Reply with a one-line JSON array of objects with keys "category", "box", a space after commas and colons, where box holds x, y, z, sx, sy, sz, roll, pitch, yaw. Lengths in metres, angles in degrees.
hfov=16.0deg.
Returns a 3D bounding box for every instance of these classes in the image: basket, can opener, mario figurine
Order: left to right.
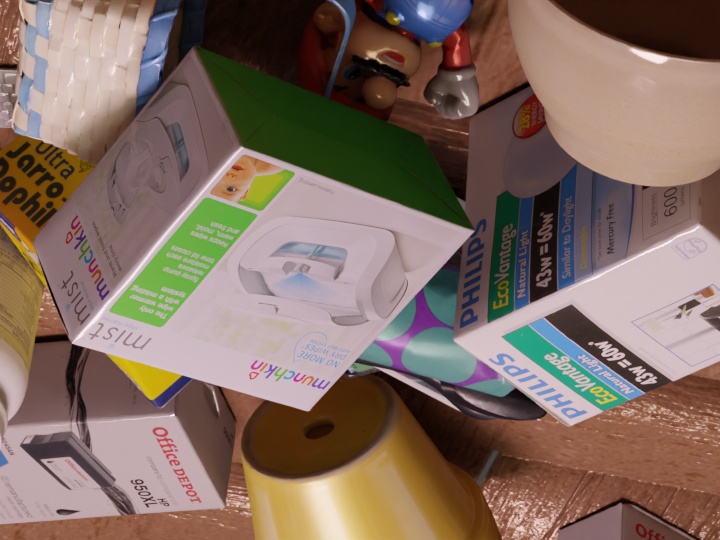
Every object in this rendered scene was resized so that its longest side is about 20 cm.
[{"category": "basket", "box": [-0.110, -0.135, 1.593, 0.200, 0.139, 0.176, 19, 136, 3]}, {"category": "can opener", "box": [0.041, 0.054, 1.820, 0.200, 0.063, 0.079, 23, 168, -10]}, {"category": "mario figurine", "box": [0.038, -0.150, 1.591, 0.123, 0.106, 0.200, 47, 127, -2]}]

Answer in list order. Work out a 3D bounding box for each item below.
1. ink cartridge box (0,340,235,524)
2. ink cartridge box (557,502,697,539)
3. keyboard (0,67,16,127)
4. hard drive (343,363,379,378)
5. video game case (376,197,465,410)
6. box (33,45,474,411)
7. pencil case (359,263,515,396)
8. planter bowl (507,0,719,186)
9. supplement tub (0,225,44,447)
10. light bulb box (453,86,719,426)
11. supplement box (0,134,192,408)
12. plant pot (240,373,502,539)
[{"category": "ink cartridge box", "box": [-0.214, 0.126, 2.022, 0.200, 0.084, 0.145, -6, 143, 13]}, {"category": "ink cartridge box", "box": [0.236, 0.317, 2.136, 0.145, 0.200, 0.084, 30, 139, -31]}, {"category": "keyboard", "box": [-0.253, -0.119, 1.753, 0.200, 0.011, 0.056, 2, 144, 3]}, {"category": "hard drive", "box": [0.000, 0.000, 1.864, 0.140, 0.038, 0.200, -16, 138, 27]}, {"category": "video game case", "box": [0.062, 0.023, 1.840, 0.200, 0.023, 0.182, 28, 138, -30]}, {"category": "box", "box": [-0.067, -0.022, 1.575, 0.200, 0.097, 0.176, 20, 122, -42]}, {"category": "pencil case", "box": [0.020, 0.019, 1.744, 0.200, 0.093, 0.085, 15, 179, -10]}, {"category": "planter bowl", "box": [0.176, -0.135, 1.500, 0.200, 0.200, 0.135, 6, 133, -2]}, {"category": "supplement tub", "box": [-0.298, 0.030, 1.802, 0.145, 0.200, 0.145, 3, 144, 2]}, {"category": "light bulb box", "box": [0.176, -0.036, 1.657, 0.200, 0.198, 0.125, -27, 131, 34]}, {"category": "supplement box", "box": [-0.163, -0.016, 1.754, 0.110, 0.109, 0.200, -42, 145, -10]}, {"category": "plant pot", "box": [-0.005, 0.187, 2.010, 0.201, 0.201, 0.189, -9, 126, 18]}]
